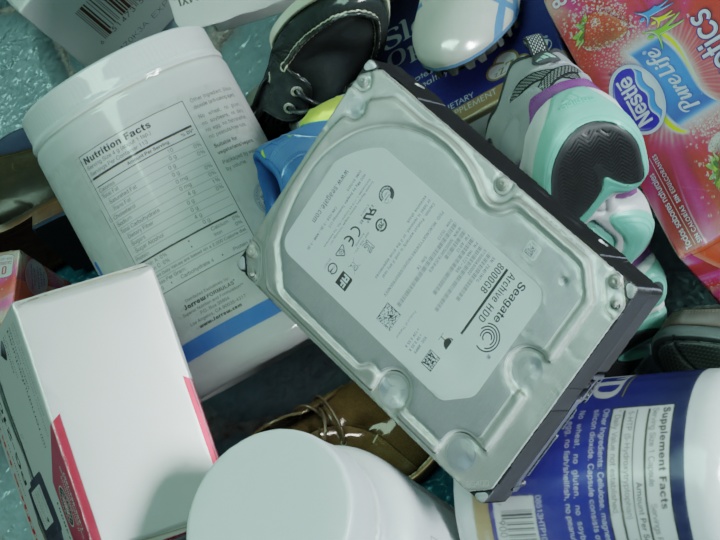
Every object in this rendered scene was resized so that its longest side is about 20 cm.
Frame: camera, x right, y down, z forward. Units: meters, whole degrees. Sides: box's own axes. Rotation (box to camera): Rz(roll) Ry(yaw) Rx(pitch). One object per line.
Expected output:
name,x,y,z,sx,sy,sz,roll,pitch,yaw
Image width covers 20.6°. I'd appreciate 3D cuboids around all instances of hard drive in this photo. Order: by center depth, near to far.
hard drive,0.040,0.004,1.017,0.200,0.038,0.140,44,110,26

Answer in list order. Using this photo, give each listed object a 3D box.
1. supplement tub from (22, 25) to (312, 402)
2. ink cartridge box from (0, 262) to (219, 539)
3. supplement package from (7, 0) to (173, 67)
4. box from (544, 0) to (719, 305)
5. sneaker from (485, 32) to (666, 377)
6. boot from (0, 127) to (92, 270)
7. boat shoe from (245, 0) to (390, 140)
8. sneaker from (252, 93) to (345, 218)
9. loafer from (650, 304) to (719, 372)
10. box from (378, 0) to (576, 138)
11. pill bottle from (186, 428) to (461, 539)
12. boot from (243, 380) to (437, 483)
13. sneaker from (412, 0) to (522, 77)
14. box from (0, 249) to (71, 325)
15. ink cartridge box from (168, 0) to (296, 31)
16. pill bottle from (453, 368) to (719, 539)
supplement tub,-0.103,-0.031,1.195,0.132,0.132,0.200,-30,86,14
ink cartridge box,-0.150,0.093,1.130,0.084,0.200,0.145,-17,83,-19
supplement package,-0.218,-0.248,1.414,0.117,0.117,0.200,-46,54,4
box,0.195,-0.086,1.116,0.095,0.100,0.200,-32,56,14
sneaker,0.114,-0.039,1.104,0.078,0.200,0.140,-11,39,-10
boot,-0.248,-0.040,1.372,0.200,0.075,0.097,-14,50,15
boat shoe,-0.030,-0.103,1.220,0.199,0.074,0.066,-45,47,53
sneaker,0.000,0.000,1.127,0.105,0.076,0.200,-20,74,-17
loafer,0.257,0.047,1.051,0.200,0.072,0.063,12,54,26
box,0.063,-0.152,1.232,0.121,0.032,0.200,-28,40,16
pill bottle,-0.001,0.159,1.051,0.113,0.200,0.114,-12,62,24
boot,-0.010,0.098,1.162,0.200,0.075,0.074,-44,50,0
sneaker,0.069,-0.202,1.192,0.072,0.072,0.200,-4,52,34
box,-0.283,0.060,1.318,0.200,0.103,0.095,-8,65,25
ink cartridge box,-0.064,-0.253,1.213,0.128,0.125,0.200,-14,54,31
pill bottle,0.161,0.112,1.032,0.200,0.120,0.120,-7,65,26
